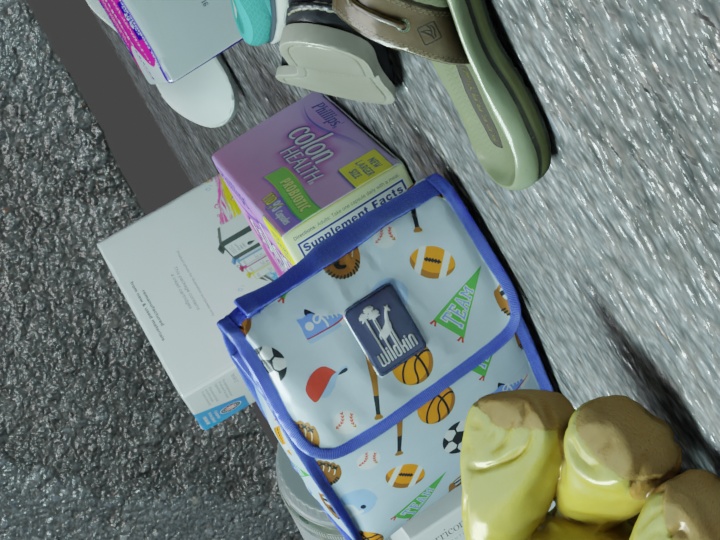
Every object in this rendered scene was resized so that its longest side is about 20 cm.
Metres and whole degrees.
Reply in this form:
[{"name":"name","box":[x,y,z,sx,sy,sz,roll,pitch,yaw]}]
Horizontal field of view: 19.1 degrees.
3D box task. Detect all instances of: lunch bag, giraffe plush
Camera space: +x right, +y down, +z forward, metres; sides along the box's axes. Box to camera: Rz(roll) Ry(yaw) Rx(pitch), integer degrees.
[{"name":"lunch bag","box":[0.016,0.055,1.317,0.124,0.169,0.201,47,167,45]},{"name":"giraffe plush","box":[0.129,0.160,1.130,0.173,0.201,0.162,43,-160,26]}]

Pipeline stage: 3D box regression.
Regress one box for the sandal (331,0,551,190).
[{"name":"sandal","box":[0.022,-0.116,0.975,0.202,0.057,0.080,61,173,-17]}]

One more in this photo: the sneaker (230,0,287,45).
[{"name":"sneaker","box":[-0.102,-0.219,1.356,0.078,0.079,0.201,52,171,45]}]

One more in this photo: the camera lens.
[{"name":"camera lens","box":[-0.006,0.236,2.374,0.160,0.159,0.200,55,173,27]}]

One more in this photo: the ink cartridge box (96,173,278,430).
[{"name":"ink cartridge box","box":[-0.081,0.006,1.706,0.145,0.199,0.147,59,174,14]}]

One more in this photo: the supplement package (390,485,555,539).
[{"name":"supplement package","box":[0.097,0.208,1.630,0.201,0.121,0.120,62,172,-34]}]

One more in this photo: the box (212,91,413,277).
[{"name":"box","box":[0.000,0.000,1.517,0.201,0.096,0.176,63,173,-28]}]

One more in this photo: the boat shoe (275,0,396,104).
[{"name":"boat shoe","box":[-0.010,-0.137,1.225,0.200,0.072,0.063,74,-153,-86]}]

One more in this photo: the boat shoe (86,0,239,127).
[{"name":"boat shoe","box":[-0.179,-0.221,2.041,0.200,0.071,0.064,50,-155,8]}]

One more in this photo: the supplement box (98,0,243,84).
[{"name":"supplement box","box":[-0.130,-0.202,1.554,0.102,0.103,0.200,58,175,-8]}]
